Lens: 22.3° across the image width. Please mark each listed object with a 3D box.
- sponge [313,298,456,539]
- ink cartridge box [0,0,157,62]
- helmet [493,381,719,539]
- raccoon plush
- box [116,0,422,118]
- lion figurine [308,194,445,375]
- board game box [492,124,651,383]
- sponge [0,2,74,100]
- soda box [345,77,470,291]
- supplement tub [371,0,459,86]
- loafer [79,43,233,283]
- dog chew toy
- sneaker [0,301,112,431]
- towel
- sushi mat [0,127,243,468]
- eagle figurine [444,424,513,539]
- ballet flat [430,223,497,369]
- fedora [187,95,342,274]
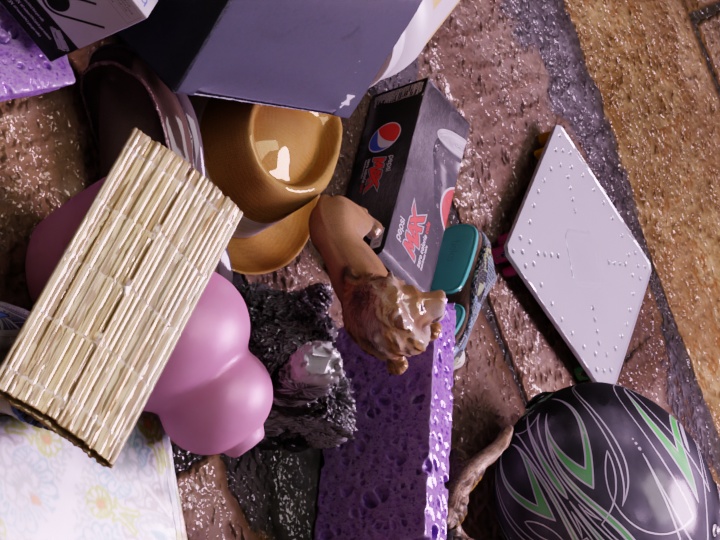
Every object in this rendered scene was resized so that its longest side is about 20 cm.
[{"bbox_3d":[0.020,0.123,1.404,0.030,0.111,0.200,31,53,-41],"label":"sponge"},{"bbox_3d":[-0.221,-0.233,1.164,0.200,0.094,0.044,51,41,-27],"label":"ink cartridge box"},{"bbox_3d":[0.209,0.198,1.551,0.200,0.200,0.191,62,13,-14],"label":"helmet"},{"bbox_3d":[-0.035,0.047,1.314,0.097,0.200,0.134,12,64,-22],"label":"raccoon plush"},{"bbox_3d":[-0.097,-0.219,1.308,0.200,0.118,0.196,47,25,28],"label":"box"},{"bbox_3d":[0.000,0.000,1.349,0.200,0.072,0.123,50,1,37],"label":"lion figurine"},{"bbox_3d":[0.210,-0.009,1.792,0.200,0.026,0.200,54,40,-26],"label":"board game box"},{"bbox_3d":[-0.265,-0.210,1.214,0.111,0.030,0.201,-18,91,-55],"label":"sponge"},{"bbox_3d":[0.034,-0.065,1.545,0.071,0.063,0.200,45,44,-33],"label":"soda box"},{"bbox_3d":[0.008,-0.246,1.515,0.146,0.145,0.200,59,38,-19],"label":"supplement tub"},{"bbox_3d":[-0.149,-0.063,1.284,0.071,0.073,0.200,-28,98,-54],"label":"loafer"},{"bbox_3d":[-0.131,0.036,1.205,0.200,0.124,0.125,55,37,-2],"label":"dog chew toy"},{"bbox_3d":[-0.248,0.048,1.109,0.200,0.085,0.077,20,98,-35],"label":"sneaker"},{"bbox_3d":[-0.186,0.177,1.161,0.200,0.048,0.172,4,70,-53],"label":"towel"},{"bbox_3d":[-0.145,0.014,1.120,0.096,0.012,0.200,39,58,-24],"label":"sushi mat"},{"bbox_3d":[0.077,0.247,1.446,0.151,0.151,0.200,-14,124,-17],"label":"eagle figurine"},{"bbox_3d":[0.074,0.045,1.554,0.074,0.074,0.200,54,43,-25],"label":"ballet flat"},{"bbox_3d":[-0.073,-0.095,1.393,0.200,0.082,0.201,26,56,-47],"label":"fedora"}]
